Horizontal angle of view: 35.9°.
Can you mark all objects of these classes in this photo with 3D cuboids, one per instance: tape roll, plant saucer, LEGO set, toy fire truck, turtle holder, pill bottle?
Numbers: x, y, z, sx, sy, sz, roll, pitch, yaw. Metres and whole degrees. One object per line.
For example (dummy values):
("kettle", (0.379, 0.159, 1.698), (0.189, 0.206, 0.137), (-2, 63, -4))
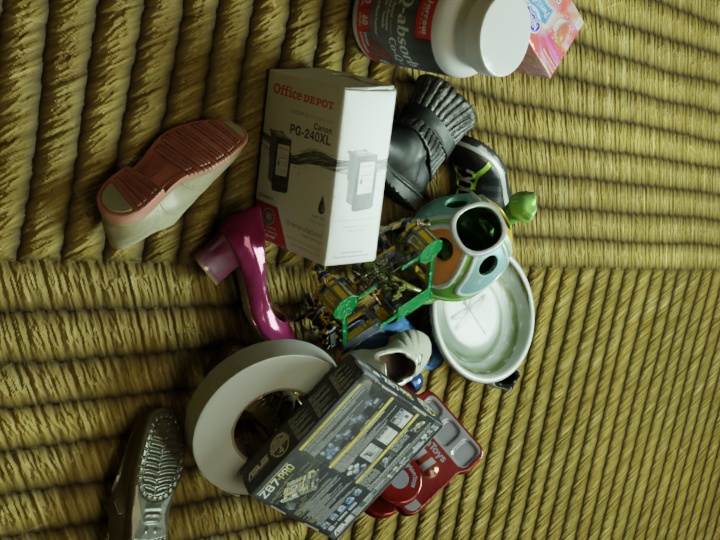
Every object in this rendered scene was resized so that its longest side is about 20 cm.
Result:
("tape roll", (-0.106, 0.174, 1.300), (0.201, 0.037, 0.204), (-13, 125, -19))
("plant saucer", (0.163, 0.060, 1.583), (0.199, 0.050, 0.202), (5, 81, -36))
("LEGO set", (0.000, 0.000, 1.385), (0.199, 0.116, 0.154), (-37, 151, -14))
("toy fire truck", (0.044, 0.218, 1.467), (0.168, 0.200, 0.112), (-38, 171, -24))
("turtle holder", (0.149, -0.036, 1.472), (0.184, 0.132, 0.142), (1, 73, -18))
("pill bottle", (0.095, -0.292, 1.313), (0.115, 0.199, 0.117), (-19, 118, -41))

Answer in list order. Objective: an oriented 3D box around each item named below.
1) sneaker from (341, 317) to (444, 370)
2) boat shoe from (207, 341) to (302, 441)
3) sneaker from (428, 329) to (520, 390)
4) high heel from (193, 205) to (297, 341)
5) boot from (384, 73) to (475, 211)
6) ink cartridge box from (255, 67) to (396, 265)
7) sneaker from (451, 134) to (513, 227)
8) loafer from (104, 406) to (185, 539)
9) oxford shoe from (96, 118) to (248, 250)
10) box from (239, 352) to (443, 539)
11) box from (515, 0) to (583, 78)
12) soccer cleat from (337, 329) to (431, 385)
("sneaker", (0.056, 0.090, 1.525), (0.199, 0.066, 0.079), (12, 94, -48))
("boat shoe", (-0.110, 0.159, 1.367), (0.076, 0.074, 0.200), (-55, 137, -16))
("sneaker", (0.174, 0.116, 1.652), (0.200, 0.080, 0.074), (39, 79, -45))
("high heel", (-0.107, 0.015, 1.312), (0.096, 0.067, 0.200), (-39, 121, -3))
("boot", (0.056, -0.186, 1.402), (0.159, 0.079, 0.211), (-56, 148, -5))
("ink cartridge box", (-0.044, -0.123, 1.272), (0.083, 0.145, 0.202), (-7, 110, -40))
("sneaker", (0.165, -0.102, 1.560), (0.083, 0.071, 0.201), (-49, 134, -19))
("loafer", (-0.253, 0.254, 1.262), (0.076, 0.067, 0.202), (24, 72, -51))
("oxford shoe", (-0.201, -0.096, 1.191), (0.200, 0.071, 0.074), (-37, 154, -32))
("box", (-0.020, 0.212, 1.315), (0.200, 0.049, 0.161), (-48, 131, 8))
("box", (0.204, -0.360, 1.482), (0.103, 0.094, 0.200), (-57, 137, -12))
("soccer cleat", (0.049, 0.118, 1.406), (0.199, 0.077, 0.070), (-11, 98, -57))
